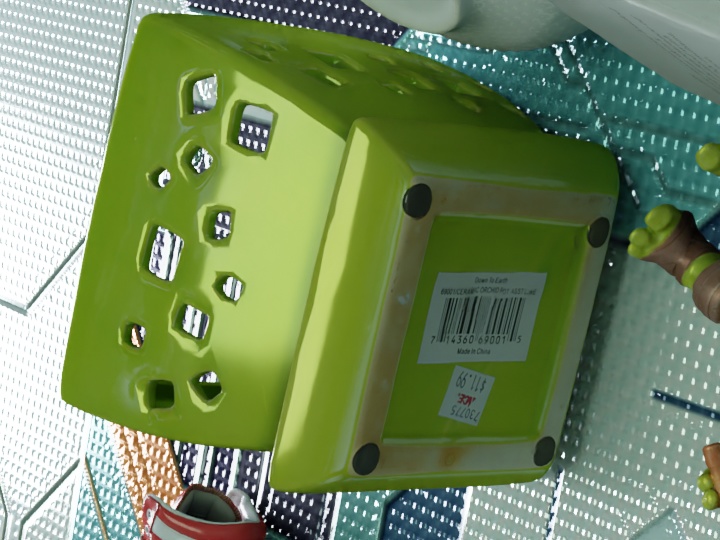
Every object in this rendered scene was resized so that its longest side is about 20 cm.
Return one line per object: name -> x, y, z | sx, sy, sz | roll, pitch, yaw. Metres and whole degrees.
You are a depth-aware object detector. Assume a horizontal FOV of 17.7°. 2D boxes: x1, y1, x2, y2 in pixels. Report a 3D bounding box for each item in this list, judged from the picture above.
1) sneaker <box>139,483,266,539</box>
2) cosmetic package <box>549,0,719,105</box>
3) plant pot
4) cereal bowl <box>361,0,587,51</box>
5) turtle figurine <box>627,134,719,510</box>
sneaker -> -0.121, 0.176, 1.321 | 0.200, 0.071, 0.113 | -2, 89, 44
cosmetic package -> 0.176, -0.141, 0.867 | 0.200, 0.165, 0.165 | 34, 94, 48
plant pot -> 0.000, 0.000, 1.090 | 0.181, 0.200, 0.199 | 24, 105, 44
cereal bowl -> 0.030, -0.171, 1.053 | 0.083, 0.200, 0.200 | -50, 34, -18
turtle figurine -> 0.188, 0.017, 0.944 | 0.161, 0.064, 0.200 | 59, 139, 30
